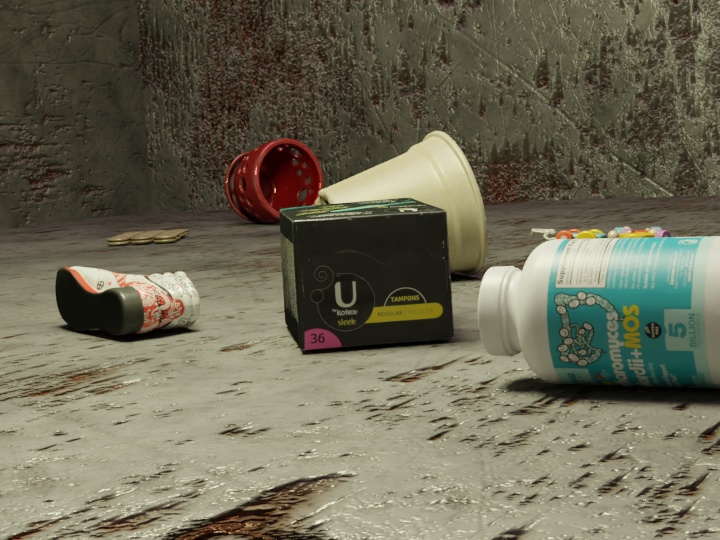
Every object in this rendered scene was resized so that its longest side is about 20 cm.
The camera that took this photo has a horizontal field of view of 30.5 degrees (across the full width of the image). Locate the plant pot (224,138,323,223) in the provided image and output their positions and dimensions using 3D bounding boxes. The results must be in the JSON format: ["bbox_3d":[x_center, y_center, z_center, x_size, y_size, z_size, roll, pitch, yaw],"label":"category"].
[{"bbox_3d":[-0.216,-0.208,3.212,0.200,0.202,0.182,-7,-1,-35],"label":"plant pot"}]

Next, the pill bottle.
[{"bbox_3d":[0.192,0.031,0.988,0.199,0.111,0.111,-1,6,26],"label":"pill bottle"}]

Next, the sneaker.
[{"bbox_3d":[-0.257,0.032,1.467,0.107,0.068,0.201,-6,10,-35],"label":"sneaker"}]

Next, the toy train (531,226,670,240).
[{"bbox_3d":[0.341,-0.030,1.816,0.199,0.056,0.150,-2,4,-17],"label":"toy train"}]

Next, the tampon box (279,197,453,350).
[{"bbox_3d":[0.000,0.000,1.322,0.149,0.127,0.200,-4,7,-7],"label":"tampon box"}]

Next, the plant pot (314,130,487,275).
[{"bbox_3d":[0.044,-0.067,1.764,0.183,0.202,0.200,-16,10,-17],"label":"plant pot"}]

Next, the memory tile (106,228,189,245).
[{"bbox_3d":[-0.455,-0.071,2.837,0.152,0.017,0.200,-3,6,3],"label":"memory tile"}]
